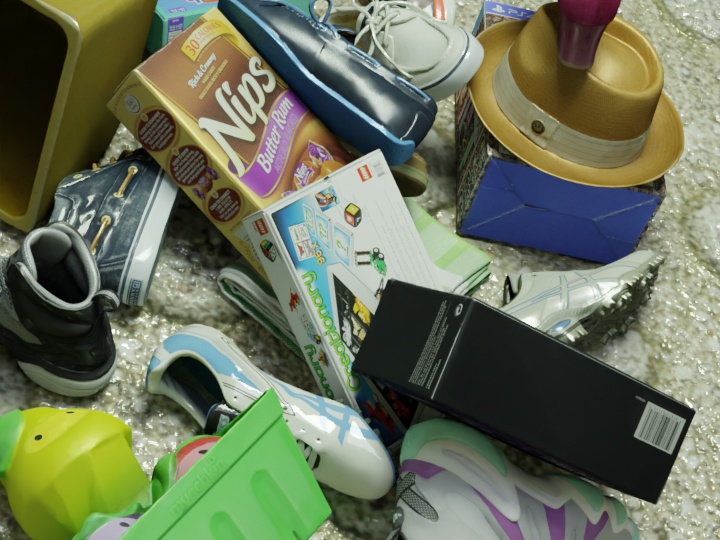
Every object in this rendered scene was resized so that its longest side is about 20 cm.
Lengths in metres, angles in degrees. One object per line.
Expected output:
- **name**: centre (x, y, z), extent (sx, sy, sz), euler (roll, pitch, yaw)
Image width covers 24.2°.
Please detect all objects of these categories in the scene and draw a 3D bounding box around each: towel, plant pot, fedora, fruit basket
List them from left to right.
- **plant pot**: centre (-0.259, -0.191, 1.318), extent (0.194, 0.195, 0.200), euler (32, 38, 11)
- **fruit basket**: centre (-0.151, 0.150, 1.093), extent (0.213, 0.155, 0.218), euler (16, 56, -25)
- **towel**: centre (0.000, 0.000, 1.347), extent (0.149, 0.031, 0.200), euler (39, 49, 14)
- **fedora**: centre (0.185, -0.159, 1.381), extent (0.198, 0.082, 0.202), euler (10, 47, -11)

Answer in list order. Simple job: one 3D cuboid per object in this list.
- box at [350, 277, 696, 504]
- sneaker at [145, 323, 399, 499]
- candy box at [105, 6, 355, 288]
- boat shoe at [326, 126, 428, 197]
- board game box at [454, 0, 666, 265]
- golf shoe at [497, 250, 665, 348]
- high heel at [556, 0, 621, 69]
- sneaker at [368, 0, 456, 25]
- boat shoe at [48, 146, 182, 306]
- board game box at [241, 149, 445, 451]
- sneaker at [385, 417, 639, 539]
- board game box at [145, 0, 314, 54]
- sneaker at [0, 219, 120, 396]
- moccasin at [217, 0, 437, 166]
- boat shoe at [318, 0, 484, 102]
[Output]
- **box**: centre (0.113, 0.084, 1.192), extent (0.199, 0.141, 0.080), euler (26, 87, -23)
- **sneaker**: centre (-0.066, 0.110, 1.197), extent (0.199, 0.072, 0.073), euler (29, 41, 12)
- **candy box**: centre (-0.088, -0.094, 1.302), extent (0.200, 0.056, 0.117), euler (46, 45, -4)
- **boat shoe**: centre (-0.028, -0.123, 1.386), extent (0.199, 0.073, 0.064), euler (24, 76, 15)
- **board game box**: centre (0.169, -0.121, 1.467), extent (0.157, 0.097, 0.202), euler (12, 47, -9)
- **golf shoe**: centre (0.166, 0.020, 1.362), extent (0.097, 0.079, 0.199), euler (40, 47, 24)
- **high heel**: centre (0.176, -0.256, 1.343), extent (0.066, 0.097, 0.201), euler (2, 43, -10)
- **sneaker**: centre (0.038, -0.287, 1.585), extent (0.081, 0.078, 0.202), euler (1, 49, -11)
- **boat shoe**: centre (-0.186, -0.066, 1.309), extent (0.090, 0.071, 0.202), euler (17, 47, -4)
- **board game box**: centre (0.006, 0.026, 1.255), extent (0.126, 0.034, 0.202), euler (-29, 97, -37)
- **sneaker**: centre (0.101, 0.205, 1.184), extent (0.198, 0.078, 0.141), euler (25, 66, -17)
- **board game box**: centre (-0.154, -0.259, 1.478), extent (0.151, 0.045, 0.200), euler (-15, 42, -30)
- **sneaker**: centre (-0.255, 0.003, 1.194), extent (0.198, 0.114, 0.076), euler (27, 46, 5)
- **moccasin**: centre (-0.026, -0.161, 1.336), extent (0.200, 0.081, 0.068), euler (41, 66, 8)
- **boat shoe**: centre (0.022, -0.199, 1.424), extent (0.086, 0.075, 0.201), euler (39, -7, -32)
